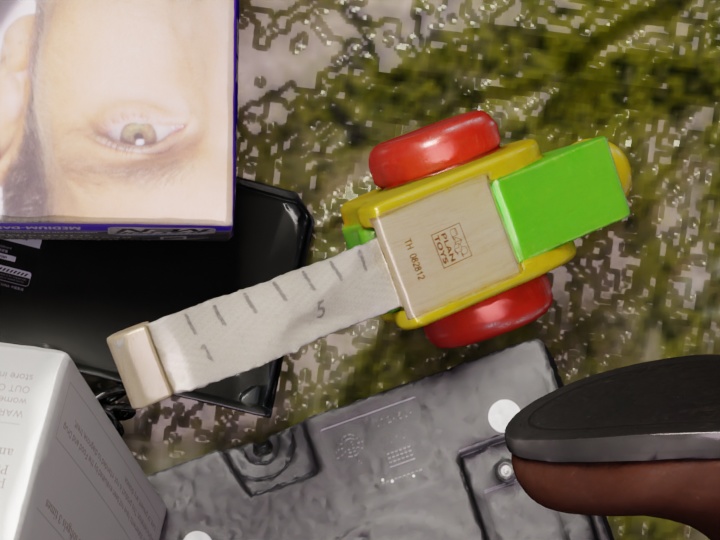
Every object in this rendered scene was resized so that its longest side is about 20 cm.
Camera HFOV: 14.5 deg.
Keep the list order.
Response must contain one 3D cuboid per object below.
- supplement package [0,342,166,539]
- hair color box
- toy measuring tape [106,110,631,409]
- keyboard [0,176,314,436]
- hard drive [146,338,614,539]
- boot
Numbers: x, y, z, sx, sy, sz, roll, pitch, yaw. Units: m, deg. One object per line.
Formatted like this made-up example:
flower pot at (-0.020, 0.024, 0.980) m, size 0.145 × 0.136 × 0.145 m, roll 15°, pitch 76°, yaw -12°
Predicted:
supplement package at (-0.142, 0.130, 0.795) m, size 0.117 × 0.117 × 0.201 m, roll 5°, pitch 64°, yaw 14°
hair color box at (-0.090, -0.110, 0.849) m, size 0.109 × 0.065 × 0.201 m, roll 0°, pitch 88°, yaw -4°
toy measuring tape at (0.000, 0.000, 0.852) m, size 0.199 × 0.073 × 0.074 m, roll -22°, pitch 96°, yaw -32°
keyboard at (-0.121, 0.004, 0.888) m, size 0.199 × 0.040 × 0.105 m, roll 15°, pitch 70°, yaw -3°
hard drive at (0.024, 0.137, 0.861) m, size 0.139 × 0.038 × 0.201 m, roll -20°, pitch 75°, yaw 6°
boot at (0.128, 0.128, 0.797) m, size 0.187 × 0.069 × 0.201 m, roll 1°, pitch 106°, yaw -9°
